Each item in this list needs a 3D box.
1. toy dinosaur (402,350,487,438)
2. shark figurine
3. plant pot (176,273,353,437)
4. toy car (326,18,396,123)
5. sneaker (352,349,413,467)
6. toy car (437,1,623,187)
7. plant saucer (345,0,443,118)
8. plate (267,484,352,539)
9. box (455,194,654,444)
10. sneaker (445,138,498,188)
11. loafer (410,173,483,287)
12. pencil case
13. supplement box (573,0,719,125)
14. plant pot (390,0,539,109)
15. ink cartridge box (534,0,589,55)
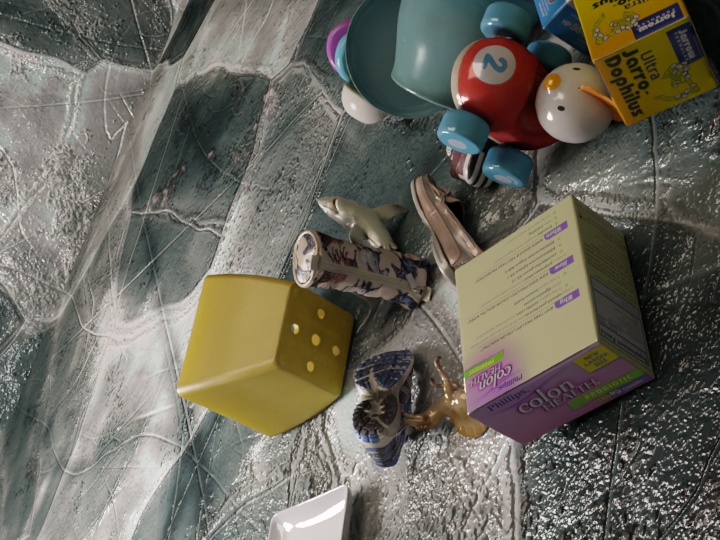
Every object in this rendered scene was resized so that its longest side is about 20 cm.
[{"bbox_3d":[0.139,0.147,1.310,0.200,0.058,0.101,-14,73,42],"label":"toy dinosaur"},{"bbox_3d":[0.019,-0.017,1.640,0.090,0.128,0.215,110,148,-54],"label":"shark figurine"},{"bbox_3d":[-0.125,0.116,1.651,0.176,0.200,0.201,-16,54,42],"label":"plant pot"},{"bbox_3d":[0.019,-0.339,1.749,0.175,0.150,0.200,-57,-3,16],"label":"toy car"},{"bbox_3d":[0.033,0.178,1.426,0.077,0.085,0.200,-8,28,17],"label":"sneaker"},{"bbox_3d":[0.227,-0.210,1.319,0.200,0.177,0.185,9,73,49],"label":"toy car"},{"bbox_3d":[0.072,-0.328,1.642,0.201,0.200,0.027,-64,16,2],"label":"plant saucer"},{"bbox_3d":[-0.071,0.406,1.475,0.199,0.032,0.200,-34,41,47],"label":"plate"},{"bbox_3d":[0.203,0.054,1.188,0.176,0.097,0.200,-35,39,34],"label":"box"},{"bbox_3d":[0.166,-0.213,1.515,0.115,0.076,0.200,15,82,65],"label":"sneaker"},{"bbox_3d":[0.123,-0.064,1.489,0.063,0.072,0.200,-34,44,19],"label":"loafer"},{"bbox_3d":[0.000,0.000,1.497,0.089,0.200,0.078,9,87,58],"label":"pencil case"},{"bbox_3d":[0.311,-0.281,1.238,0.109,0.109,0.200,-24,43,20],"label":"supplement box"},{"bbox_3d":[0.138,-0.333,1.550,0.188,0.200,0.200,-68,25,21],"label":"plant pot"},{"bbox_3d":[0.312,-0.398,1.391,0.200,0.084,0.146,-44,33,34],"label":"ink cartridge box"}]
